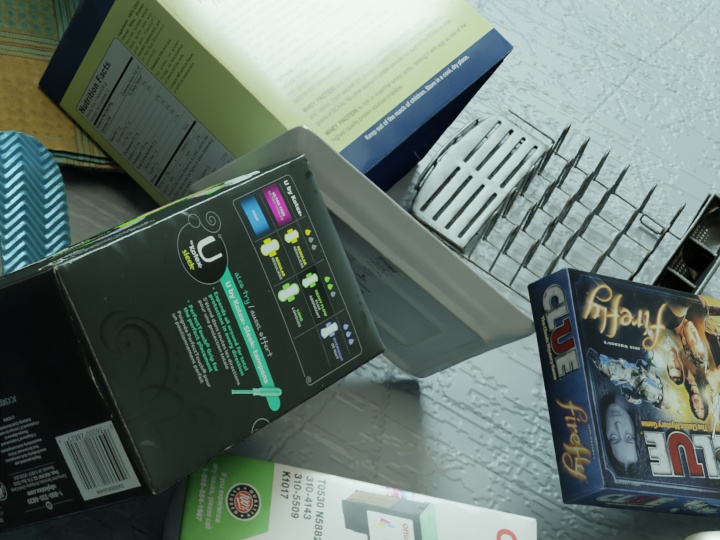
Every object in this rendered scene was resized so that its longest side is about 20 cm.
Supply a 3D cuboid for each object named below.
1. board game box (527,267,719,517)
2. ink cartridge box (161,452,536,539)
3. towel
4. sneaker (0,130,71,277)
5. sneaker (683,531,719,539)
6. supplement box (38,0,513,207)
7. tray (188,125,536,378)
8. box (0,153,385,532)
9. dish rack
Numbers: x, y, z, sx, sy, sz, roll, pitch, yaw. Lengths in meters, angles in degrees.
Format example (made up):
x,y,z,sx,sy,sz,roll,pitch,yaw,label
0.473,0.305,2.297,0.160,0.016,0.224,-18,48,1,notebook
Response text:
x,y,z,sx,sy,sz,roll,pitch,yaw,label
0.192,0.079,1.129,0.200,0.035,0.136,10,63,-40,board game box
-0.009,0.191,0.993,0.200,0.084,0.145,13,50,-11,ink cartridge box
-0.204,-0.128,1.192,0.200,0.022,0.147,6,56,-28,towel
-0.210,0.026,1.060,0.076,0.081,0.200,17,63,-47,sneaker
0.275,0.186,1.125,0.200,0.075,0.081,13,36,-14,sneaker
-0.053,-0.130,1.178,0.200,0.134,0.200,44,47,4,supplement box
0.000,0.000,1.087,0.200,0.107,0.022,40,47,-25,tray
-0.114,0.037,0.988,0.200,0.148,0.124,-30,99,-50,box
0.140,-0.034,1.253,0.200,0.055,0.153,35,48,8,dish rack
